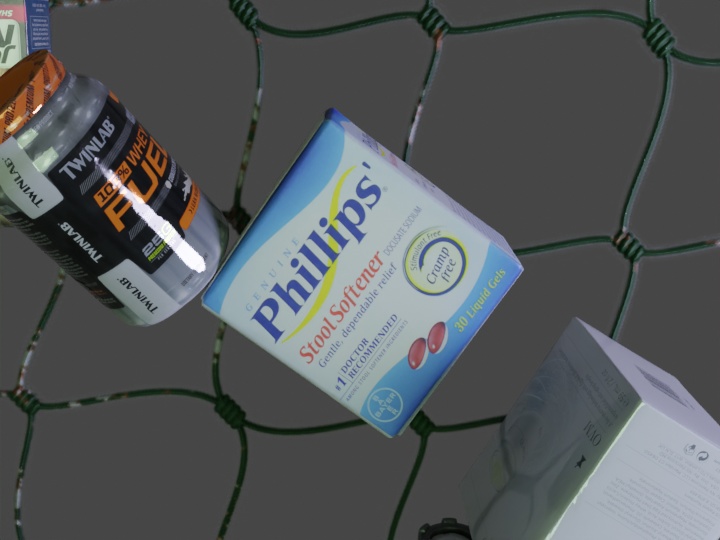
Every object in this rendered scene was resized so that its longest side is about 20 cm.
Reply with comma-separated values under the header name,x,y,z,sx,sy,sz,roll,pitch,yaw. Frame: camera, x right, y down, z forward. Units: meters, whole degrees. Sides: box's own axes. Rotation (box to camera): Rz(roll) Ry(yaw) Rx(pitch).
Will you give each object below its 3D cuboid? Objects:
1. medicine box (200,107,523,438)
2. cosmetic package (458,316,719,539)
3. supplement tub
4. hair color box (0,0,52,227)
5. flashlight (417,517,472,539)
name,x,y,z,sx,sy,sz,roll,pitch,yaw
medicine box,0.000,0.000,0.775,0.199,0.103,0.183,35,101,-9
cosmetic package,0.190,0.176,0.770,0.122,0.200,0.202,29,102,-8
supplement tub,-0.204,-0.061,0.715,0.122,0.123,0.200,-36,124,8
hair color box,-0.307,-0.140,0.759,0.098,0.061,0.204,1,104,-1
flashlight,0.085,0.341,0.878,0.066,0.068,0.204,0,103,-2
